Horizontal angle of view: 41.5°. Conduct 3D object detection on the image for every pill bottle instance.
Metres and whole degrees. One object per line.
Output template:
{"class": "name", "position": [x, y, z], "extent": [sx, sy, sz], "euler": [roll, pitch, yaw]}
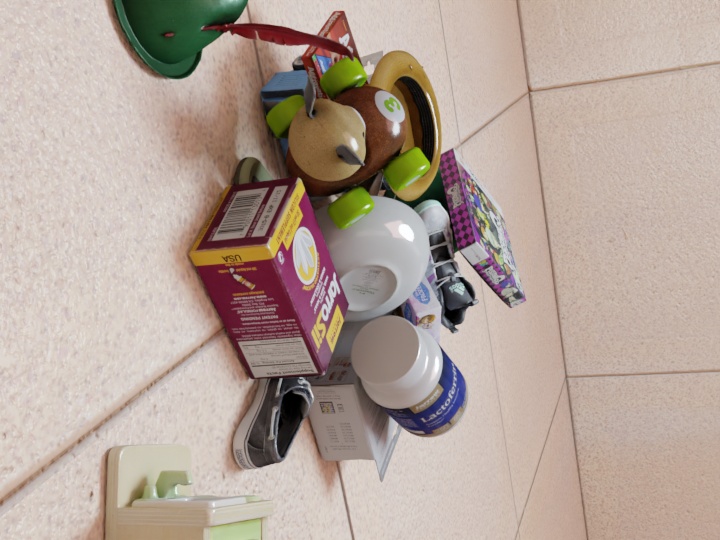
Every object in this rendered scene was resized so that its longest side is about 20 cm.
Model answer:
{"class": "pill bottle", "position": [0.066, 0.142, 1.269], "extent": [0.200, 0.115, 0.116], "euler": [49, 41, -55]}

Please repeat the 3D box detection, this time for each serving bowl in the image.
{"class": "serving bowl", "position": [0.000, 0.000, 1.228], "extent": [0.200, 0.199, 0.066], "euler": [62, 7, -46]}

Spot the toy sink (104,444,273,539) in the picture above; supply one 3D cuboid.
{"class": "toy sink", "position": [-0.157, 0.265, 0.894], "extent": [0.130, 0.111, 0.201], "euler": [25, 62, -67]}

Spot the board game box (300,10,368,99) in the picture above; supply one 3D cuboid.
{"class": "board game box", "position": [-0.019, -0.228, 1.257], "extent": [0.103, 0.019, 0.201], "euler": [-63, 146, -36]}

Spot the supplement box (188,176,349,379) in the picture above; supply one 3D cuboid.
{"class": "supplement box", "position": [-0.100, 0.012, 1.112], "extent": [0.131, 0.103, 0.201], "euler": [-72, 150, -47]}

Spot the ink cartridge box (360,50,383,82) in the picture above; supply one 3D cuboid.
{"class": "ink cartridge box", "position": [0.043, -0.244, 1.517], "extent": [0.162, 0.050, 0.201], "euler": [-155, -122, -73]}

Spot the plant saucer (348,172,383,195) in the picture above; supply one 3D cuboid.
{"class": "plant saucer", "position": [-0.016, -0.057, 1.349], "extent": [0.200, 0.032, 0.201], "euler": [22, 90, -85]}

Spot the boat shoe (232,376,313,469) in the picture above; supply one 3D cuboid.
{"class": "boat shoe", "position": [-0.089, 0.156, 1.152], "extent": [0.072, 0.067, 0.200], "euler": [64, 29, -27]}

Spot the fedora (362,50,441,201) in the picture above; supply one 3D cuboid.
{"class": "fedora", "position": [0.037, -0.189, 1.264], "extent": [0.200, 0.081, 0.202], "euler": [-3, 93, -58]}

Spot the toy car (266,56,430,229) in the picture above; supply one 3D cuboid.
{"class": "toy car", "position": [-0.020, -0.156, 1.066], "extent": [0.165, 0.157, 0.200], "euler": [55, 1, 4]}

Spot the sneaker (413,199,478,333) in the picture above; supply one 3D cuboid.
{"class": "sneaker", "position": [0.130, 0.003, 1.406], "extent": [0.140, 0.077, 0.201], "euler": [48, -26, 47]}

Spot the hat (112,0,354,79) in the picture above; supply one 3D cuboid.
{"class": "hat", "position": [-0.132, -0.294, 0.991], "extent": [0.200, 0.175, 0.167], "euler": [-22, 105, -68]}

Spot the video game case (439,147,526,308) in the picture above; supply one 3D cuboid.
{"class": "video game case", "position": [0.189, -0.066, 1.487], "extent": [0.181, 0.036, 0.201], "euler": [43, 29, -43]}

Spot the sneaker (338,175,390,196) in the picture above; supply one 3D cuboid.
{"class": "sneaker", "position": [-0.005, -0.199, 1.400], "extent": [0.077, 0.111, 0.201], "euler": [-68, 146, -50]}

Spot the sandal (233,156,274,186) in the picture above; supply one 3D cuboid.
{"class": "sandal", "position": [-0.095, -0.073, 1.208], "extent": [0.201, 0.057, 0.080], "euler": [48, 42, -58]}

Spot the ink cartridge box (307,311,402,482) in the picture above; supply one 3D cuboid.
{"class": "ink cartridge box", "position": [0.000, 0.176, 1.368], "extent": [0.200, 0.083, 0.176], "euler": [-61, 142, -56]}

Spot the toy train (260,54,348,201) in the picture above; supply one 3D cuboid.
{"class": "toy train", "position": [-0.065, -0.186, 1.286], "extent": [0.114, 0.086, 0.201], "euler": [-57, 142, -46]}

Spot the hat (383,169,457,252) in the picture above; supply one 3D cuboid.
{"class": "hat", "position": [0.103, -0.069, 1.681], "extent": [0.200, 0.165, 0.176], "euler": [-51, 175, -18]}

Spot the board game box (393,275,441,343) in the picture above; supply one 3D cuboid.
{"class": "board game box", "position": [0.066, 0.052, 1.439], "extent": [0.201, 0.041, 0.200], "euler": [86, -16, -47]}
